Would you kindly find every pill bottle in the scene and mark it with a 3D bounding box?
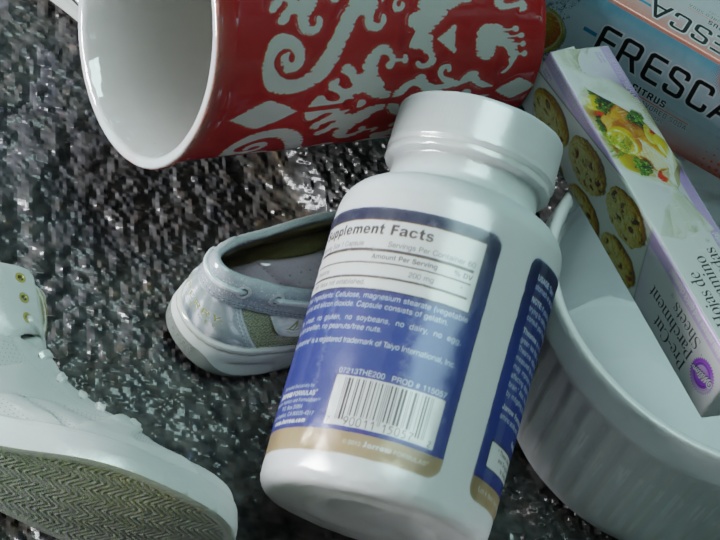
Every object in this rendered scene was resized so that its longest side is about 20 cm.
[{"bbox_3d":[0.031,0.023,1.396,0.111,0.111,0.201,20,73,-10],"label":"pill bottle"}]

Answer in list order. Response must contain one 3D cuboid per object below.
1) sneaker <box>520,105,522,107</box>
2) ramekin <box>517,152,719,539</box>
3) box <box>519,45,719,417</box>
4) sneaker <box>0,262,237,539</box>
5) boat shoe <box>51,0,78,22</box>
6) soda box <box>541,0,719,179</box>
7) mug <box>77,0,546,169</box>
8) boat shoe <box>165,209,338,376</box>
[{"bbox_3d":[0.118,-0.161,1.643,0.200,0.121,0.084,-40,74,-13],"label":"sneaker"},{"bbox_3d":[0.165,0.049,1.497,0.199,0.105,0.201,14,48,-15],"label":"ramekin"},{"bbox_3d":[0.141,-0.022,1.444,0.039,0.041,0.200,-9,58,-31],"label":"box"},{"bbox_3d":[-0.141,0.054,1.360,0.199,0.074,0.116,20,49,-8],"label":"sneaker"},{"bbox_3d":[-0.119,-0.156,1.552,0.071,0.064,0.200,-28,68,-39],"label":"boat shoe"},{"bbox_3d":[0.162,-0.109,1.520,0.200,0.064,0.068,31,39,5],"label":"soda box"},{"bbox_3d":[-0.024,-0.141,1.460,0.199,0.133,0.178,-4,71,-33],"label":"mug"},{"bbox_3d":[-0.001,-0.001,1.484,0.201,0.065,0.075,-11,58,-34],"label":"boat shoe"}]
